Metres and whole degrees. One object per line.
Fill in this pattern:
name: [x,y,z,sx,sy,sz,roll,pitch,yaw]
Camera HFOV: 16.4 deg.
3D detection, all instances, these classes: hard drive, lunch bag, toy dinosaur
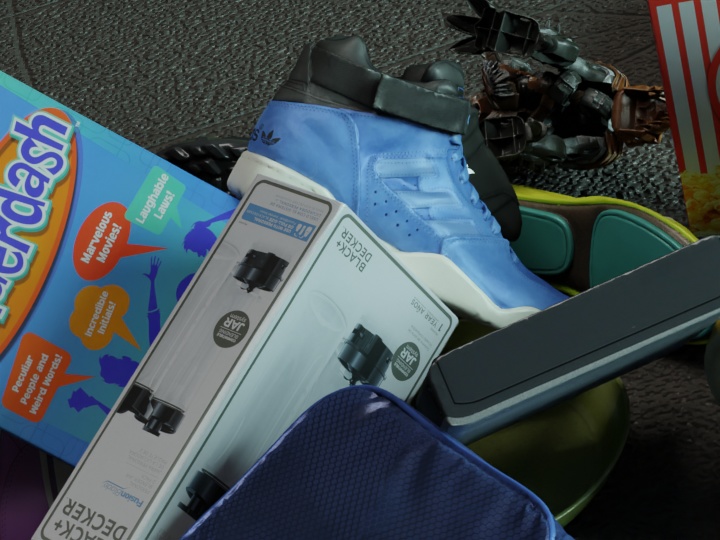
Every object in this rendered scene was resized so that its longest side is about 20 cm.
hard drive: [0.093,0.037,1.119,0.139,0.033,0.200,-24,-6,-3]
lunch bag: [0.021,0.153,1.053,0.136,0.132,0.200,-44,38,-9]
toy dinosaur: [0.113,-0.097,1.419,0.199,0.135,0.103,-27,62,38]

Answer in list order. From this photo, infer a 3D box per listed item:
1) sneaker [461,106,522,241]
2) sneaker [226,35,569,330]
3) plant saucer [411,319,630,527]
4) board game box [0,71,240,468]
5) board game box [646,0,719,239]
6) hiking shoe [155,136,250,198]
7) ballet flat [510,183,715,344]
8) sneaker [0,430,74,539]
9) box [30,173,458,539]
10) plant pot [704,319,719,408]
sneaker: [0.000,0.000,1.292,0.200,0.091,0.076,-36,7,-8]
sneaker: [0.044,-0.043,1.234,0.199,0.112,0.077,28,-2,-9]
plant saucer: [0.037,0.093,1.236,0.199,0.031,0.200,-10,32,6]
board game box: [-0.127,0.016,1.206,0.153,0.199,0.045,-63,7,-7]
board game box: [0.235,-0.092,1.290,0.150,0.201,0.046,-5,46,15]
hiking shoe: [-0.093,-0.043,1.436,0.199,0.076,0.101,-6,12,30]
ballet flat: [0.134,-0.012,1.341,0.067,0.067,0.199,-13,22,-43]
sneaker: [-0.196,0.066,1.283,0.114,0.073,0.201,-15,52,7]
box: [-0.050,0.072,1.145,0.060,0.117,0.201,20,74,41]
plant pot: [0.260,0.002,1.160,0.200,0.201,0.189,18,57,39]
